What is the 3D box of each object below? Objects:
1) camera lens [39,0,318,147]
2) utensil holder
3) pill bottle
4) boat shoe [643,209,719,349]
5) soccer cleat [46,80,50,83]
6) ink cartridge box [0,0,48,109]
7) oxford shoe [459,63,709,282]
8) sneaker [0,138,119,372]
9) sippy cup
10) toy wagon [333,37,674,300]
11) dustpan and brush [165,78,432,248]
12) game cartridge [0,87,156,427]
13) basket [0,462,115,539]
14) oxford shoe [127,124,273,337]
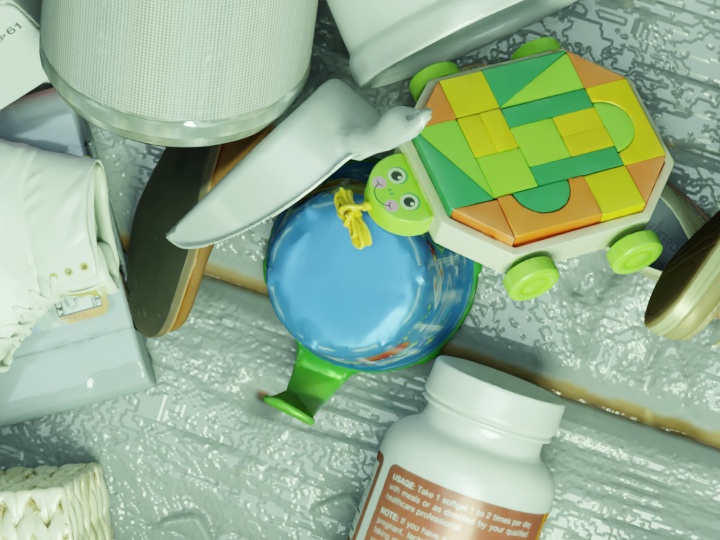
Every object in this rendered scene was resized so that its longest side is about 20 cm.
[{"bbox_3d":[-0.100,-0.183,1.603,0.160,0.160,0.200,14,130,7],"label":"camera lens"},{"bbox_3d":[0.036,-0.233,1.675,0.170,0.170,0.200,-24,89,9],"label":"utensil holder"},{"bbox_3d":[0.053,0.160,1.723,0.112,0.112,0.200,21,96,6],"label":"pill bottle"},{"bbox_3d":[0.239,-0.015,1.661,0.063,0.073,0.200,48,54,-4],"label":"boat shoe"},{"bbox_3d":[-0.131,-0.166,1.749,0.199,0.073,0.068,-19,91,9],"label":"soccer cleat"},{"bbox_3d":[-0.280,-0.176,1.719,0.144,0.085,0.200,-31,55,9],"label":"ink cartridge box"},{"bbox_3d":[0.135,-0.062,1.717,0.200,0.074,0.071,33,97,5],"label":"oxford shoe"},{"bbox_3d":[-0.209,0.021,1.737,0.115,0.074,0.201,8,93,11],"label":"sneaker"},{"bbox_3d":[0.000,0.000,1.712,0.139,0.130,0.178,-8,92,8],"label":"sippy cup"},{"bbox_3d":[0.082,-0.057,1.650,0.200,0.040,0.155,-14,62,-21],"label":"toy wagon"},{"bbox_3d":[-0.020,-0.071,1.631,0.057,0.200,0.140,47,59,-3],"label":"dustpan and brush"},{"bbox_3d":[-0.217,-0.006,1.791,0.133,0.042,0.201,-15,91,4],"label":"game cartridge"},{"bbox_3d":[-0.216,0.220,1.754,0.123,0.136,0.201,-9,92,6],"label":"basket"},{"bbox_3d":[-0.091,-0.050,1.752,0.071,0.071,0.201,25,99,50],"label":"oxford shoe"}]
